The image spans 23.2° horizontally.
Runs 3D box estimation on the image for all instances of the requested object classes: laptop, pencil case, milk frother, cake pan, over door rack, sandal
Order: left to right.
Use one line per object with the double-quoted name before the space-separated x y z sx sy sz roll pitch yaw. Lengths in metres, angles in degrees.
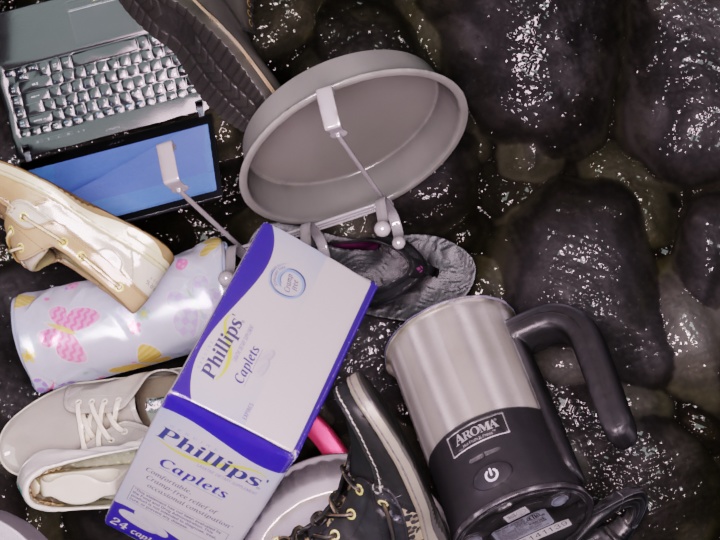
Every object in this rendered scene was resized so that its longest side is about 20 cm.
"laptop" -0.220 -0.140 1.479 0.176 0.103 0.202 -14 95 1
"pencil case" -0.194 0.036 1.477 0.198 0.083 0.091 -17 76 1
"over door rack" -0.057 -0.047 1.386 0.147 0.200 0.067 -18 58 9
"cake pan" -0.010 -0.111 1.434 0.199 0.201 0.037 -23 63 0
"sandal" -0.001 0.001 1.488 0.199 0.048 0.076 5 85 3
"milk frother" 0.133 0.144 1.439 0.179 0.201 0.189 -16 55 -5

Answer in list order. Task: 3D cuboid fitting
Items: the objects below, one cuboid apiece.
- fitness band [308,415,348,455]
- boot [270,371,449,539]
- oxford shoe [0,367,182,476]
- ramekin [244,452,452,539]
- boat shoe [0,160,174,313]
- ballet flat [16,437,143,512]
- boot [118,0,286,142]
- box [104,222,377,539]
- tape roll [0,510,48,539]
"fitness band" -0.061 0.205 1.483 0.143 0.037 0.201 -33 86 -3
"boot" -0.022 0.185 1.293 0.153 0.074 0.205 -23 121 0
"oxford shoe" -0.215 0.126 1.484 0.198 0.058 0.076 -15 89 3
"ramekin" -0.012 0.250 1.409 0.198 0.105 0.202 0 88 -3
"boat shoe" -0.250 -0.030 1.401 0.199 0.074 0.067 25 78 6
"ballet flat" -0.184 0.170 1.435 0.198 0.069 0.070 -6 85 0
"boot" -0.095 -0.216 1.476 0.138 0.077 0.200 -36 83 -36
"box" -0.092 0.101 1.342 0.104 0.200 0.185 28 49 -2
"tape roll" -0.339 0.298 1.470 0.198 0.066 0.202 0 86 3
